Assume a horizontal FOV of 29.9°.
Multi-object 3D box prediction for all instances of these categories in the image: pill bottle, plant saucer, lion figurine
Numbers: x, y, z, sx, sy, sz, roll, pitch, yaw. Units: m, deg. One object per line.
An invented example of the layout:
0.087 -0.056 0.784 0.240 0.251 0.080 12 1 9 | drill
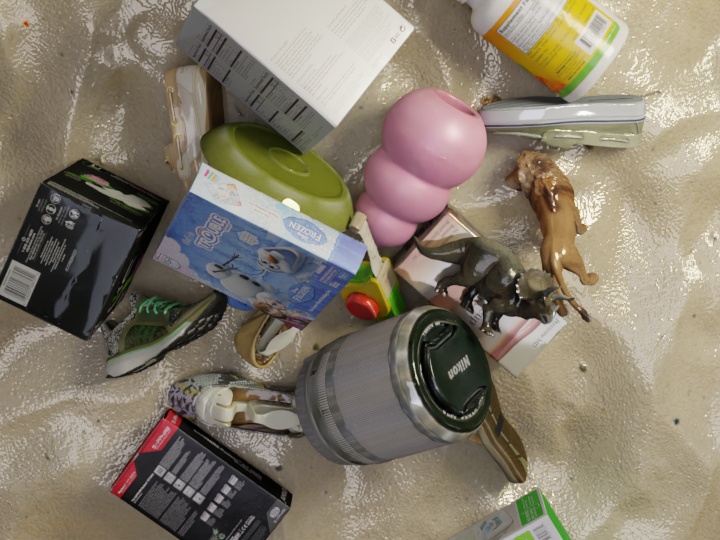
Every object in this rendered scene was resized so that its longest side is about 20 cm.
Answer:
0.198 -0.295 1.549 0.200 0.111 0.111 36 101 -7 | pill bottle
-0.088 -0.115 1.547 0.200 0.200 0.031 30 113 -6 | plant saucer
0.230 -0.044 1.583 0.072 0.200 0.123 -22 135 11 | lion figurine

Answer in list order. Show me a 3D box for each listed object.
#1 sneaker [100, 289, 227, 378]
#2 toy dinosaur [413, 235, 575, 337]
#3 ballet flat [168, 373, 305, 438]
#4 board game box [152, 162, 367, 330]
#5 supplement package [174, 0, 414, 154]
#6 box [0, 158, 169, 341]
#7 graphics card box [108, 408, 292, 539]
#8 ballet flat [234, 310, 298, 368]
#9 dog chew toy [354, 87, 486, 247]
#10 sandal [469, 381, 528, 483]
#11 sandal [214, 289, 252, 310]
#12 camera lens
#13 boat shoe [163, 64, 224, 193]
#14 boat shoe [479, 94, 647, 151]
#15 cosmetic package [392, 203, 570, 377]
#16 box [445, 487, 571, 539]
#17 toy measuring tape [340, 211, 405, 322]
-0.250 0.059 1.640 0.200 0.077 0.089 -30 84 26 | sneaker
0.151 0.009 1.554 0.200 0.077 0.102 42 105 25 | toy dinosaur
-0.143 0.170 1.681 0.200 0.072 0.072 7 103 0 | ballet flat
-0.117 -0.020 1.507 0.199 0.200 0.043 27 63 -8 | board game box
-0.077 -0.263 1.518 0.200 0.151 0.152 40 75 -8 | supplement package
-0.321 -0.029 1.571 0.124 0.200 0.149 27 102 -4 | box
-0.200 0.283 1.715 0.200 0.051 0.126 36 100 -6 | graphics card box
-0.075 0.040 1.649 0.069 0.063 0.200 27 108 -40 | ballet flat
0.062 -0.114 1.593 0.124 0.125 0.200 30 110 -6 | dog chew toy
0.146 0.185 1.684 0.054 0.080 0.200 -21 107 27 | sandal
-0.128 -0.045 1.614 0.087 0.079 0.201 20 110 40 | sandal
0.042 0.139 1.589 0.200 0.160 0.160 -23 103 40 | camera lens
-0.201 -0.147 1.615 0.069 0.074 0.201 3 104 14 | boat shoe
0.240 -0.171 1.598 0.199 0.072 0.062 -1 108 0 | boat shoe
0.144 0.022 1.633 0.200 0.087 0.103 40 99 -8 | cosmetic package
0.206 0.414 1.715 0.176 0.097 0.200 -32 101 8 | box
0.000 0.000 1.612 0.073 0.074 0.200 -19 138 5 | toy measuring tape
